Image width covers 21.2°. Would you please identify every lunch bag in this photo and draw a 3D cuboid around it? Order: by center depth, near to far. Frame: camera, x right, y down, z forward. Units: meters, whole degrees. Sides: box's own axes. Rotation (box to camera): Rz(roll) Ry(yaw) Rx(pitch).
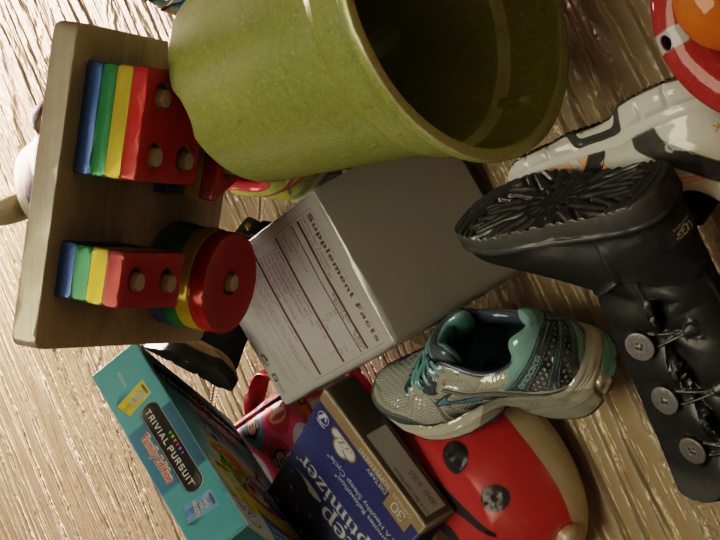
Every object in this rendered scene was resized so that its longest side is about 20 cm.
[{"bbox_3d":[-0.043,0.161,1.556,0.200,0.082,0.176,-33,79,58],"label":"lunch bag"}]

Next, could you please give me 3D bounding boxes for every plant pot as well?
[{"bbox_3d":[-0.010,-0.138,1.148,0.184,0.200,0.201,-17,92,41],"label":"plant pot"}]

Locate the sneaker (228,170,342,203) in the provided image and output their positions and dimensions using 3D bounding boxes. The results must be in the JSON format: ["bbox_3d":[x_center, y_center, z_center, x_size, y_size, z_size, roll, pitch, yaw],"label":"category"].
[{"bbox_3d":[-0.045,-0.103,1.342,0.200,0.090,0.078,119,141,-53],"label":"sneaker"}]

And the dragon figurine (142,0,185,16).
[{"bbox_3d":[-0.113,-0.228,1.403,0.200,0.059,0.100,32,98,46],"label":"dragon figurine"}]

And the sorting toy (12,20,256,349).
[{"bbox_3d":[-0.125,-0.047,1.243,0.070,0.199,0.200,10,94,26],"label":"sorting toy"}]

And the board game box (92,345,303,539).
[{"bbox_3d":[-0.108,0.162,1.454,0.200,0.047,0.151,53,-176,39],"label":"board game box"}]

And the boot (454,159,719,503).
[{"bbox_3d":[0.156,0.039,1.095,0.165,0.066,0.200,-1,127,54],"label":"boot"}]

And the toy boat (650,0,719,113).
[{"bbox_3d":[0.201,-0.138,0.907,0.200,0.131,0.131,-29,81,61],"label":"toy boat"}]

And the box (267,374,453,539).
[{"bbox_3d":[-0.008,0.174,1.396,0.121,0.032,0.200,52,149,17],"label":"box"}]

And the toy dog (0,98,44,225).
[{"bbox_3d":[-0.223,-0.094,1.591,0.200,0.194,0.140,157,103,-80],"label":"toy dog"}]

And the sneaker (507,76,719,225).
[{"bbox_3d":[0.153,-0.052,1.102,0.200,0.074,0.080,-27,85,62],"label":"sneaker"}]

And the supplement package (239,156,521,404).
[{"bbox_3d":[0.000,0.000,1.340,0.117,0.117,0.200,61,151,2],"label":"supplement package"}]

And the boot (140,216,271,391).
[{"bbox_3d":[-0.102,0.015,1.469,0.077,0.138,0.200,28,176,-6],"label":"boot"}]

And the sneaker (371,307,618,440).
[{"bbox_3d":[0.070,0.055,1.257,0.200,0.086,0.078,-16,52,46],"label":"sneaker"}]

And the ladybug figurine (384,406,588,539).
[{"bbox_3d":[0.080,0.138,1.342,0.200,0.072,0.136,34,134,48],"label":"ladybug figurine"}]
